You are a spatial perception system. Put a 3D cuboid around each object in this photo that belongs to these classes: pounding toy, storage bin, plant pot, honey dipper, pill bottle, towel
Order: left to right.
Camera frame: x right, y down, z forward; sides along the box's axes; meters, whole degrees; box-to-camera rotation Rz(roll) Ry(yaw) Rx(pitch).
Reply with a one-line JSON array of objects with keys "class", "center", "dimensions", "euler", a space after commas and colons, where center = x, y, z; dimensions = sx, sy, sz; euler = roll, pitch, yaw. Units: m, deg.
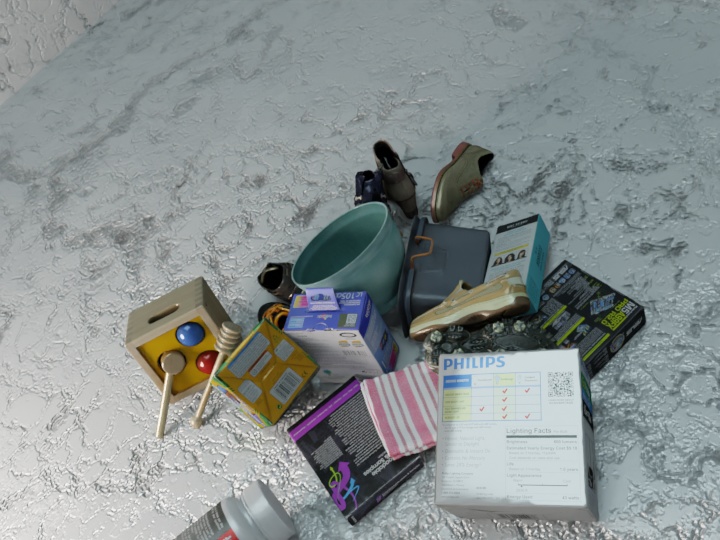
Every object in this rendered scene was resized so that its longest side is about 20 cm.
[{"class": "pounding toy", "center": [-0.325, 0.157, 1.346], "dimensions": [0.198, 0.185, 0.143], "euler": [-26, 33, 3]}, {"class": "honey dipper", "center": [-0.258, 0.185, 1.307], "dimensions": [0.038, 0.038, 0.202], "euler": [37, 109, 44]}, {"class": "pill bottle", "center": [-0.201, 0.407, 1.091], "dimensions": [0.199, 0.114, 0.114], "euler": [-38, 45, -7]}, {"class": "plant pot", "center": [0.000, 0.000, 1.275], "dimensions": [0.199, 0.135, 0.201], "euler": [-31, 26, 17]}, {"class": "towel", "center": [0.112, 0.196, 1.150], "dimensions": [0.198, 0.030, 0.147], "euler": [-19, 45, -7]}, {"class": "storage bin", "center": [0.147, 0.006, 1.260], "dimensions": [0.132, 0.146, 0.202], "euler": [2, 52, 15]}]

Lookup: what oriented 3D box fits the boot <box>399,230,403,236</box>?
[{"class": "boot", "center": [-0.016, -0.002, 1.393], "dimensions": [0.198, 0.074, 0.156], "euler": [-14, 47, 28]}]

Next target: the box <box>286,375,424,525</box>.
[{"class": "box", "center": [-0.012, 0.276, 1.166], "dimensions": [0.142, 0.036, 0.200], "euler": [-37, 44, -8]}]

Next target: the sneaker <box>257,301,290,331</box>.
[{"class": "sneaker", "center": [-0.139, 0.093, 1.352], "dimensions": [0.078, 0.077, 0.199], "euler": [-47, 34, -13]}]

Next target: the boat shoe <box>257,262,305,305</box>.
[{"class": "boat shoe", "center": [-0.152, 0.012, 1.405], "dimensions": [0.075, 0.073, 0.199], "euler": [-61, 27, -6]}]

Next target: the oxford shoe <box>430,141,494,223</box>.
[{"class": "oxford shoe", "center": [0.194, -0.170, 1.431], "dimensions": [0.074, 0.071, 0.201], "euler": [13, 59, 28]}]

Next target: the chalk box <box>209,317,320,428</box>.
[{"class": "chalk box", "center": [-0.165, 0.176, 1.241], "dimensions": [0.125, 0.124, 0.200], "euler": [-50, 3, -20]}]

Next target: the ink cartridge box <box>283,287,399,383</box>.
[{"class": "ink cartridge box", "center": [-0.033, 0.103, 1.208], "dimensions": [0.135, 0.201, 0.077], "euler": [-2, 54, 23]}]

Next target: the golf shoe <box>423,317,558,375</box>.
[{"class": "golf shoe", "center": [0.195, 0.123, 1.117], "dimensions": [0.197, 0.088, 0.078], "euler": [-2, 57, 14]}]

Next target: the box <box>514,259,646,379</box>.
[{"class": "box", "center": [0.311, 0.094, 1.154], "dimensions": [0.200, 0.044, 0.160], "euler": [-42, 46, -11]}]

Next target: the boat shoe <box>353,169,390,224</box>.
[{"class": "boat shoe", "center": [0.022, -0.146, 1.419], "dimensions": [0.073, 0.094, 0.200], "euler": [-5, 11, -2]}]

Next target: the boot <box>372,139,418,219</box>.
[{"class": "boot", "center": [0.057, -0.196, 1.466], "dimensions": [0.070, 0.147, 0.201], "euler": [-32, 44, -3]}]

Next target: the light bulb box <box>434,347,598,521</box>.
[{"class": "light bulb box", "center": [0.209, 0.222, 1.003], "dimensions": [0.196, 0.125, 0.203], "euler": [-5, 64, 22]}]

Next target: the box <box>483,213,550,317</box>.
[{"class": "box", "center": [0.256, -0.006, 1.227], "dimensions": [0.082, 0.049, 0.201], "euler": [-17, 31, 33]}]

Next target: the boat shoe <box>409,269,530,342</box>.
[{"class": "boat shoe", "center": [0.162, 0.052, 1.150], "dimensions": [0.198, 0.071, 0.077], "euler": [-20, 66, 24]}]
